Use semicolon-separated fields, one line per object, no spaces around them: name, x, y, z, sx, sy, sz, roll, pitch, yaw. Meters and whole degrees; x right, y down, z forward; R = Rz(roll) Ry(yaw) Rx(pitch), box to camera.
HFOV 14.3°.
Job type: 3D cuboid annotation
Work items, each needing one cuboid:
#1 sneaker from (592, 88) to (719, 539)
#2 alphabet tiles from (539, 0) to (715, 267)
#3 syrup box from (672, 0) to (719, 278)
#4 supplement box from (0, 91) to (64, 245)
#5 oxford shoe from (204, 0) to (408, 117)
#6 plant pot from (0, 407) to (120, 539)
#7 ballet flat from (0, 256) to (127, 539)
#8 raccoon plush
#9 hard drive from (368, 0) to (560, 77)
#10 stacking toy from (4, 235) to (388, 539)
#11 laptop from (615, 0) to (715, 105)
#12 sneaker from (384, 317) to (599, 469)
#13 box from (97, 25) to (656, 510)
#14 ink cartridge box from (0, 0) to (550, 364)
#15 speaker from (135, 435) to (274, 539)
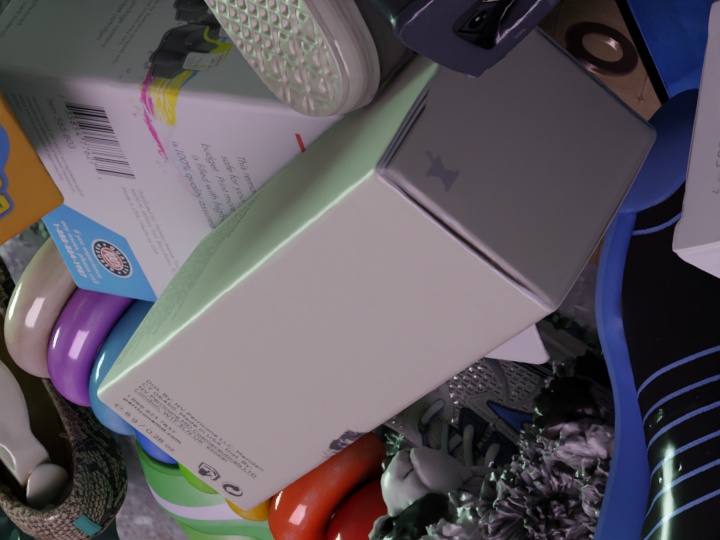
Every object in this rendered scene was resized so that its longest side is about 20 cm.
sneaker;0.115;0.049;0.851;0.078;0.201;0.070;11;-170;44
alphabet tiles;0.092;-0.049;0.956;0.200;0.006;0.167;23;147;10
syrup box;0.188;-0.010;0.810;0.200;0.079;0.081;25;157;-35
supplement box;-0.172;-0.046;1.017;0.069;0.066;0.200;59;167;-18
oxford shoe;-0.042;-0.140;0.859;0.200;0.058;0.075;57;152;1
plant pot;-0.220;0.109;1.256;0.196;0.201;0.200;3;141;22
ballet flat;-0.164;0.023;1.137;0.200;0.068;0.075;52;179;11
raccoon plush;0.082;0.123;0.950;0.097;0.134;0.200;14;-149;-52
hard drive;0.038;-0.157;0.694;0.135;0.042;0.200;51;124;18
stacking toy;-0.037;0.057;1.077;0.200;0.085;0.085;38;152;20
laptop;0.115;-0.077;0.800;0.177;0.200;0.104;-2;93;37
sneaker;0.069;0.073;1.071;0.200;0.085;0.077;21;147;13
box;0.000;0.000;0.885;0.068;0.082;0.200;39;147;-10
ink cartridge box;-0.023;-0.041;0.984;0.200;0.068;0.115;10;142;31
speaker;-0.017;0.119;1.201;0.088;0.089;0.200;2;139;35
